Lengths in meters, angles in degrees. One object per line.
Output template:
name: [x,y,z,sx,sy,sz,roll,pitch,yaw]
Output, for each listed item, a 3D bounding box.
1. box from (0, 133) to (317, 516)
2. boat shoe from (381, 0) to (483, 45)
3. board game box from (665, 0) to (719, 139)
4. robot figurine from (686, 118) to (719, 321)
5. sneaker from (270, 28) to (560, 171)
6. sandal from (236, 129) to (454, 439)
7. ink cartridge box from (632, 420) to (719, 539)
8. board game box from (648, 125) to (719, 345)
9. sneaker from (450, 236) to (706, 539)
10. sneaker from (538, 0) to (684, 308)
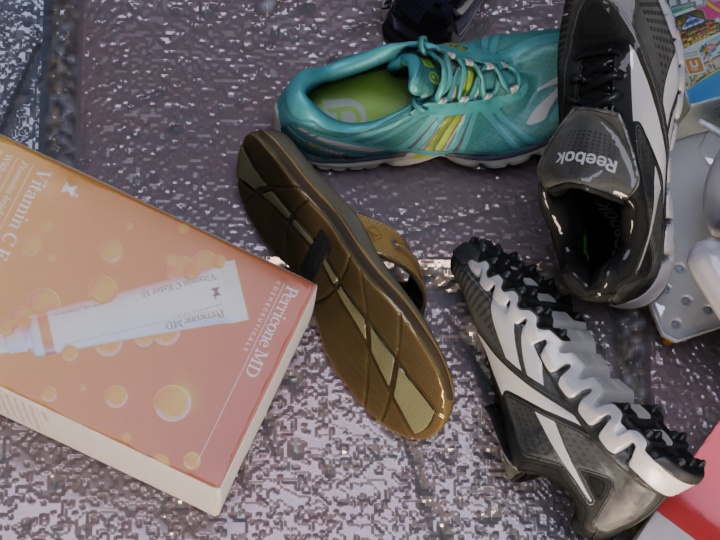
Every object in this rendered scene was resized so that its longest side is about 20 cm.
box: [-0.139,0.030,1.137,0.199,0.098,0.125,25,75,2]
boat shoe: [0.072,-0.228,1.248,0.074,0.093,0.201,19,72,0]
board game box: [0.222,-0.191,1.242,0.147,0.064,0.201,-14,75,-11]
robot figurine: [0.261,-0.010,1.154,0.169,0.113,0.200,-20,76,-23]
sneaker: [0.049,-0.099,1.205,0.199,0.080,0.078,-11,76,-4]
sandal: [0.000,0.000,1.185,0.054,0.080,0.200,-22,70,-34]
ink cartridge box: [0.211,0.192,1.132,0.161,0.050,0.200,36,88,6]
board game box: [0.232,-0.074,1.251,0.199,0.026,0.201,-17,75,-12]
sneaker: [0.098,0.069,1.167,0.091,0.066,0.200,-50,60,19]
sneaker: [0.134,-0.073,1.145,0.066,0.090,0.201,2,98,25]
